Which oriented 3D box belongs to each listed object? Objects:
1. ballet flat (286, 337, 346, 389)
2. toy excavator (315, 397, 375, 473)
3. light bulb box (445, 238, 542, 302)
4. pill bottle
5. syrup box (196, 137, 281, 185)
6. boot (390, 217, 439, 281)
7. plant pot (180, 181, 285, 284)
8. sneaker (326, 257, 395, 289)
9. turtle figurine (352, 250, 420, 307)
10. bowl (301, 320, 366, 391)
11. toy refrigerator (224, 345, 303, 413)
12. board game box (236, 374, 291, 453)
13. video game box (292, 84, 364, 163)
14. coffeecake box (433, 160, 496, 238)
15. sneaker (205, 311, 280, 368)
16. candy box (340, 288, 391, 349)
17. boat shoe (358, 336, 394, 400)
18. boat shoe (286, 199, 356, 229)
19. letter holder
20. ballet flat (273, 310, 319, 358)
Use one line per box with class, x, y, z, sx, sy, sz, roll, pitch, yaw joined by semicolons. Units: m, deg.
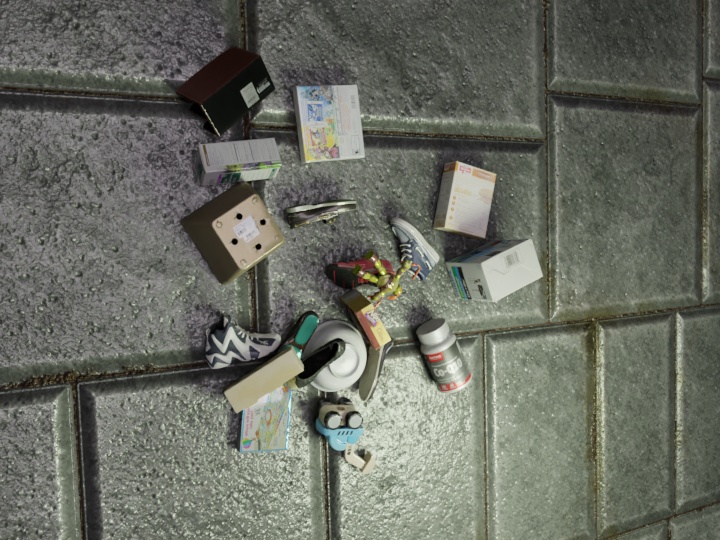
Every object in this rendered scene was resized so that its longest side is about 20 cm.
ballet flat;-0.123;0.243;1.601;0.199;0.057;0.067;-40;67;7
toy excavator;-0.040;0.474;1.708;0.192;0.100;0.203;5;103;-23
light bulb box;0.398;-0.003;1.822;0.196;0.199;0.126;-24;100;-22
pill bottle;0.247;0.253;1.810;0.113;0.114;0.202;-30;104;-21
syrup box;-0.309;-0.275;1.533;0.197;0.079;0.083;-12;76;-25
boot;0.145;-0.060;1.770;0.200;0.072;0.091;42;70;-21
plant pot;-0.298;-0.094;1.505;0.199;0.177;0.202;-36;107;-19
sneaker;0.000;0.000;1.717;0.197;0.087;0.074;5;129;-8
turtle figurine;0.056;0.031;1.646;0.161;0.065;0.200;36;114;-26
bowl;-0.059;0.244;1.680;0.198;0.090;0.205;-2;93;-25
toy refrigerator;-0.243;0.279;1.549;0.198;0.076;0.071;-32;94;-5
board game box;-0.256;0.381;1.624;0.133;0.034;0.203;5;90;-25
video game box;-0.086;-0.402;1.662;0.180;0.047;0.203;-9;96;-26
coffeecake box;0.318;-0.212;1.844;0.152;0.073;0.203;12;87;-25
sneaker;-0.308;0.162;1.564;0.196;0.079;0.132;-13;106;-14
candy box;0.011;0.128;1.644;0.056;0.200;0.118;-29;104;-6
boat shoe;0.051;0.280;1.743;0.062;0.072;0.203;22;79;-34
boat shoe;-0.103;-0.156;1.654;0.198;0.072;0.062;-10;101;-17
letter holder;-0.341;-0.455;1.522;0.200;0.141;0.101;-45;141;-17
ballet flat;-0.177;0.196;1.630;0.068;0.068;0.201;37;87;-22
